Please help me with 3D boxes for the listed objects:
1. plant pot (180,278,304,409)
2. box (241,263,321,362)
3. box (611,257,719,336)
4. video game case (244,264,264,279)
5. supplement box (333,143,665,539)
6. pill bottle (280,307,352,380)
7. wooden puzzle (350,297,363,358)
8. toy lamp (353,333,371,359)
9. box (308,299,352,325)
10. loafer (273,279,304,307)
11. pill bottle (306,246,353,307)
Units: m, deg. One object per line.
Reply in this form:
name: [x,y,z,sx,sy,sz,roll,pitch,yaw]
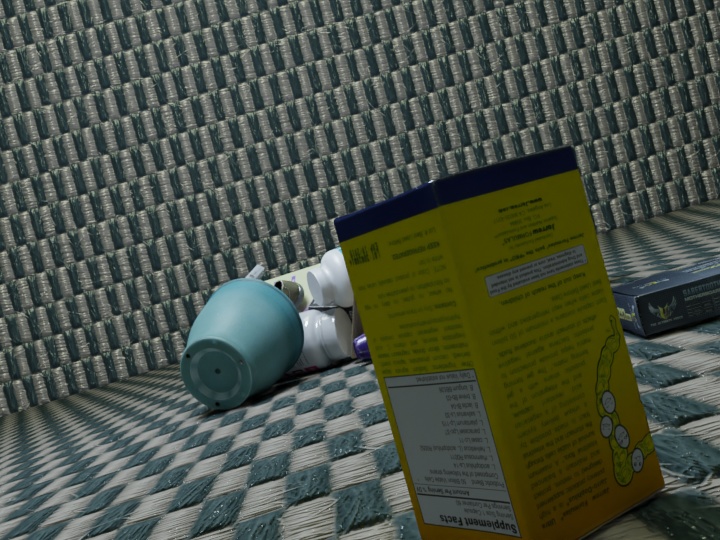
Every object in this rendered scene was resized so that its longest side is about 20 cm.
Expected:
plant pot: [-0.219,0.143,1.614,0.197,0.203,0.188,-16,16,20]
box: [-0.147,0.107,1.934,0.197,0.178,0.097,-17,-40,24]
box: [0.403,0.023,1.090,0.197,0.052,0.158,-16,2,3]
video game case: [-0.260,0.106,1.820,0.202,0.023,0.182,-65,-3,27]
supplement box: [0.078,0.046,0.533,0.108,0.203,0.108,-16,1,-32]
pill bottle: [-0.117,0.141,1.759,0.197,0.115,0.113,-17,0,20]
wooden puzzle: [0.071,0.070,1.658,0.182,0.202,0.037,-14,43,-22]
toy lamp: [0.084,0.113,1.626,0.197,0.059,0.058,-16,0,-8]
box: [0.001,0.038,1.849,0.155,0.050,0.201,-3,31,21]
loafer: [-0.201,0.093,1.859,0.201,0.075,0.070,-50,-45,1]
pill bottle: [0.000,0.000,1.741,0.197,0.112,0.111,-21,2,-21]
